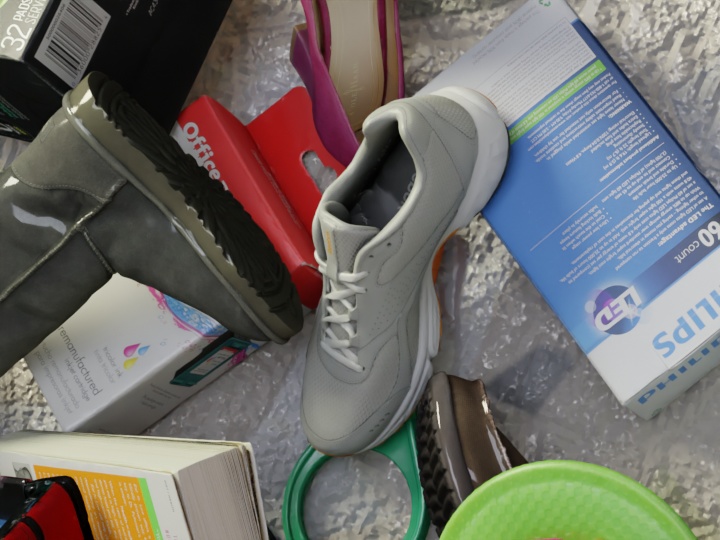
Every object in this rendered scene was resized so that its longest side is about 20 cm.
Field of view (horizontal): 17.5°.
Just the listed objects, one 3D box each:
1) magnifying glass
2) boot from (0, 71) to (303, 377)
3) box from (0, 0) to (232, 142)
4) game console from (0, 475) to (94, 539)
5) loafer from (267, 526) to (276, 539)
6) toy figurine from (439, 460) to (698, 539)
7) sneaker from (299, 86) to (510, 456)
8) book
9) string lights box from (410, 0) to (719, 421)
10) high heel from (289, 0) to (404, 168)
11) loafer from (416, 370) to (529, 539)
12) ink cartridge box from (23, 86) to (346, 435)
[{"bbox_3d":[0.012,0.070,1.232,0.079,0.022,0.202,11,84,21],"label":"magnifying glass"},{"bbox_3d":[-0.152,0.017,1.192,0.200,0.073,0.182,-41,96,16],"label":"boot"},{"bbox_3d":[-0.185,-0.159,1.257,0.199,0.124,0.149,14,73,37],"label":"box"},{"bbox_3d":[-0.173,0.211,1.143,0.118,0.172,0.202,-11,105,18],"label":"game console"},{"bbox_3d":[-0.073,0.164,1.210,0.200,0.072,0.073,39,93,22],"label":"loafer"},{"bbox_3d":[0.068,0.203,1.023,0.149,0.184,0.202,-8,96,27],"label":"toy figurine"},{"bbox_3d":[0.000,0.000,1.173,0.075,0.092,0.202,27,106,31],"label":"sneaker"},{"bbox_3d":[-0.118,0.152,1.171,0.199,0.048,0.135,-1,104,51],"label":"book"},{"bbox_3d":[0.121,-0.035,1.195,0.103,0.059,0.201,-38,69,8],"label":"string lights box"},{"bbox_3d":[0.001,-0.127,1.191,0.067,0.201,0.096,-20,63,-23],"label":"high heel"},{"bbox_3d":[0.085,0.141,1.171,0.070,0.073,0.201,-19,81,-12],"label":"loafer"},{"bbox_3d":[-0.093,-0.009,1.257,0.199,0.067,0.117,-36,70,8],"label":"ink cartridge box"}]
